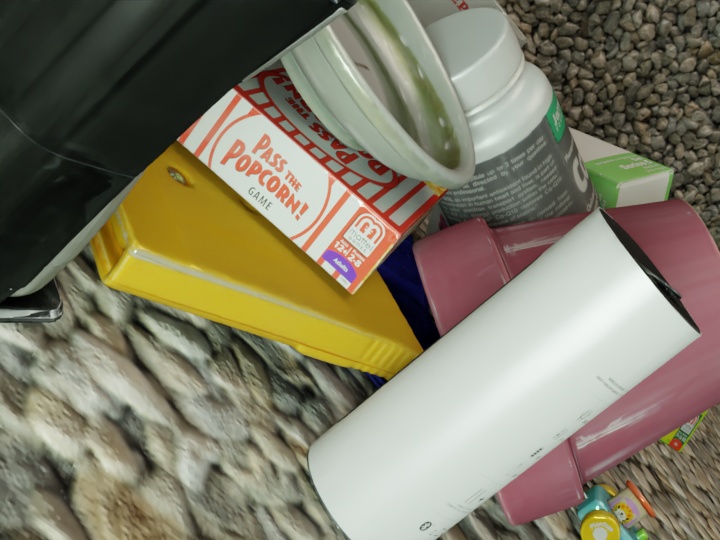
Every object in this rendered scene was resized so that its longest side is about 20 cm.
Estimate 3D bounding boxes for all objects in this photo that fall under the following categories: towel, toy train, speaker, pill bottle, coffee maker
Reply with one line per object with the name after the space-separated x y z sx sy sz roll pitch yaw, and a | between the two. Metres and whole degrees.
0.000 0.000 0.798 0.147 0.049 0.201 40 19 -32 | towel
0.199 0.164 0.946 0.150 0.056 0.201 30 25 -48 | toy train
0.070 0.061 0.578 0.081 0.200 0.081 44 17 -17 | speaker
0.101 -0.081 0.843 0.201 0.112 0.114 58 9 -33 | pill bottle
-0.113 -0.076 0.403 0.135 0.200 0.192 46 16 -5 | coffee maker

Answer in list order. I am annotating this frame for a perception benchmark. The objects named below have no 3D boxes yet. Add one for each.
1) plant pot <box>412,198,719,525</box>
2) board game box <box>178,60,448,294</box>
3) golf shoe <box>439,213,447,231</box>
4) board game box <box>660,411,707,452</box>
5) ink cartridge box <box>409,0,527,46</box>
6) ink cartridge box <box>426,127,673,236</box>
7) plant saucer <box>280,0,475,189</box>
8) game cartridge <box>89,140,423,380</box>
0.148 0.043 0.753 0.200 0.177 0.202 -21 90 -84 | plant pot
-0.025 -0.072 0.706 0.151 0.046 0.200 41 18 1 | board game box
0.096 -0.053 0.976 0.072 0.202 0.092 5 10 -18 | golf shoe
0.207 0.081 1.043 0.101 0.048 0.200 32 3 -45 | board game box
0.034 -0.205 1.070 0.147 0.200 0.083 53 17 14 | ink cartridge box
0.161 -0.051 1.024 0.083 0.147 0.199 -15 34 -38 | ink cartridge box
-0.004 -0.128 0.671 0.200 0.050 0.201 48 25 -30 | plant saucer
-0.070 -0.025 0.637 0.199 0.032 0.177 25 25 -40 | game cartridge
